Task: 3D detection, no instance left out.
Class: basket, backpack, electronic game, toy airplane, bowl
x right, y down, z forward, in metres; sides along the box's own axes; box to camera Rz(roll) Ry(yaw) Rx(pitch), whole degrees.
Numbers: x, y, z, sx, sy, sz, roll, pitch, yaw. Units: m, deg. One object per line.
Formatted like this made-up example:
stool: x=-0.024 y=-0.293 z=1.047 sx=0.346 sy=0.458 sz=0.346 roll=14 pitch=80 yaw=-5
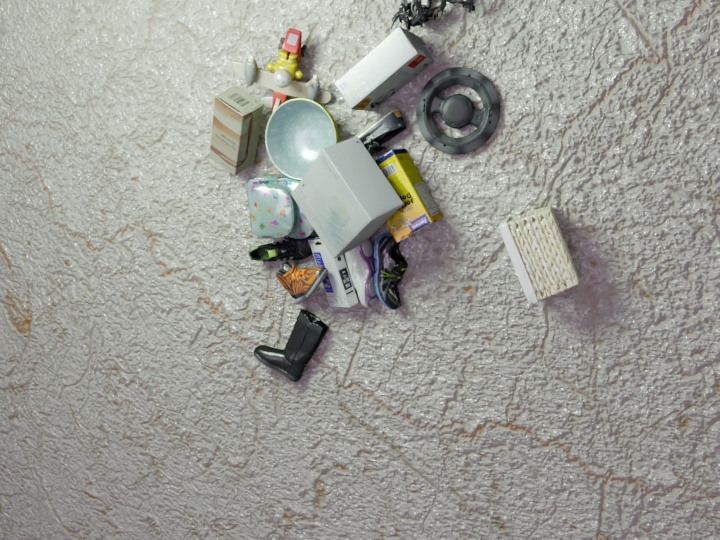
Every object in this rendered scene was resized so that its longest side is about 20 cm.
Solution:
basket: x=0.415 y=-0.041 z=1.377 sx=0.123 sy=0.135 sz=0.201 roll=-20 pitch=94 yaw=20
backpack: x=-0.198 y=-0.168 z=1.584 sx=0.198 sy=0.153 sz=0.177 roll=0 pitch=106 yaw=11
electronic game: x=0.232 y=-0.379 z=1.422 sx=0.198 sy=0.042 sz=0.202 roll=3 pitch=104 yaw=13
toy airplane: x=-0.199 y=-0.483 z=1.517 sx=0.199 sy=0.141 sz=0.200 roll=-24 pitch=112 yaw=11
bowl: x=-0.134 y=-0.340 z=1.540 sx=0.198 sy=0.108 sz=0.202 roll=5 pitch=106 yaw=19

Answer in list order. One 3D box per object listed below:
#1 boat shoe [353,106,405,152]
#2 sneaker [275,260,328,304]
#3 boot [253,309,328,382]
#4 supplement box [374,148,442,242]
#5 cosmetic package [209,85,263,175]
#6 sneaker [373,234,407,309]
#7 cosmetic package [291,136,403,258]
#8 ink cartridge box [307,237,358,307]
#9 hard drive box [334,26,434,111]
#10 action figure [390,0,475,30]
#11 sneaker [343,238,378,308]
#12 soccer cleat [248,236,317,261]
boat shoe: x=0.031 y=-0.324 z=1.500 sx=0.200 sy=0.075 sz=0.062 roll=-37 pitch=81 yaw=19
sneaker: x=-0.168 y=0.017 z=1.609 sx=0.112 sy=0.078 sz=0.200 roll=44 pitch=143 yaw=-5
boot: x=-0.202 y=0.198 z=1.712 sx=0.164 sy=0.066 sz=0.201 roll=29 pitch=114 yaw=4
supplement box: x=0.100 y=-0.188 z=1.481 sx=0.109 sy=0.109 sz=0.201 roll=-29 pitch=90 yaw=25
cosmetic package: x=-0.332 y=-0.370 z=1.584 sx=0.103 sy=0.087 sz=0.201 roll=33 pitch=138 yaw=12
sneaker: x=0.083 y=0.006 z=1.552 sx=0.082 sy=0.071 sz=0.202 roll=0 pitch=99 yaw=28
cosmetic package: x=-0.036 y=-0.172 z=1.431 sx=0.200 sy=0.123 sz=0.200 roll=56 pitch=140 yaw=7
ink cartridge box: x=-0.074 y=0.000 z=1.599 sx=0.099 sy=0.039 sz=0.202 roll=1 pitch=113 yaw=55
hard drive box: x=0.058 y=-0.470 z=1.410 sx=0.199 sy=0.156 sz=0.077 roll=-35 pitch=88 yaw=25
action figure: x=0.157 y=-0.618 z=1.362 sx=0.198 sy=0.119 sz=0.102 roll=-7 pitch=132 yaw=17
sneaker: x=0.000 y=0.000 z=1.597 sx=0.099 sy=0.075 sz=0.202 roll=2 pitch=106 yaw=44
soccer cleat: x=-0.214 y=-0.053 z=1.652 sx=0.198 sy=0.081 sz=0.068 roll=-9 pitch=99 yaw=21
